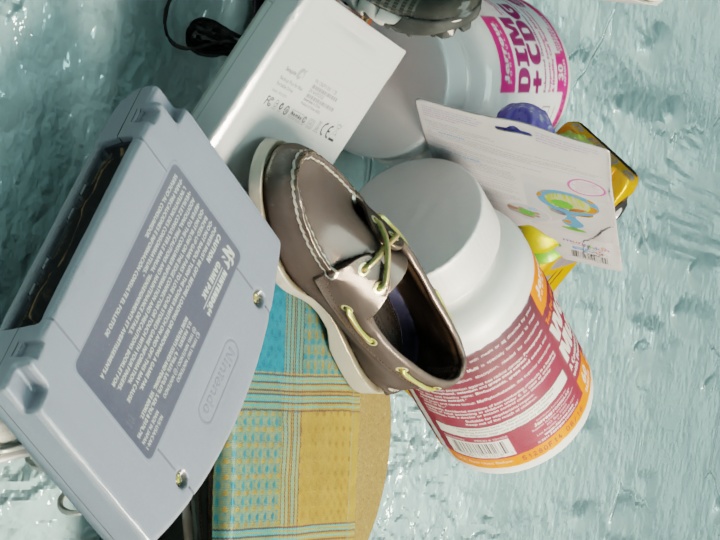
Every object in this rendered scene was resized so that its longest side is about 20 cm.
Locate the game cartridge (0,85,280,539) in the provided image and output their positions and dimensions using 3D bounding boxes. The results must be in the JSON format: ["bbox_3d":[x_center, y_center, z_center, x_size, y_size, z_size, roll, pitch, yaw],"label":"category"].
[{"bbox_3d":[-0.103,0.026,1.120,0.134,0.041,0.201,59,37,-35],"label":"game cartridge"}]

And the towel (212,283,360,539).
[{"bbox_3d":[-0.040,0.087,1.274,0.146,0.022,0.202,13,78,-61],"label":"towel"}]

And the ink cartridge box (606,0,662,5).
[{"bbox_3d":[0.088,-0.242,1.409,0.084,0.198,0.147,-3,100,-67],"label":"ink cartridge box"}]

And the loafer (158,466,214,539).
[{"bbox_3d":[-0.107,0.151,1.252,0.063,0.071,0.202,32,59,-56],"label":"loafer"}]

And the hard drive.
[{"bbox_3d":[-0.061,-0.054,1.246,0.201,0.026,0.132,-56,156,5],"label":"hard drive"}]

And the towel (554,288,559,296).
[{"bbox_3d":[0.108,-0.003,1.747,0.200,0.034,0.134,-41,135,-57],"label":"towel"}]

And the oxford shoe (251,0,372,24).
[{"bbox_3d":[-0.018,-0.183,1.355,0.072,0.071,0.202,33,67,-58],"label":"oxford shoe"}]

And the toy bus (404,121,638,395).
[{"bbox_3d":[0.096,-0.004,1.559,0.200,0.065,0.078,-52,164,21],"label":"toy bus"}]

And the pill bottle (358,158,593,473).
[{"bbox_3d":[0.064,0.028,1.430,0.200,0.109,0.110,59,45,-47],"label":"pill bottle"}]

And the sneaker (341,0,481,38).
[{"bbox_3d":[0.000,-0.205,1.251,0.066,0.200,0.091,-21,141,-19],"label":"sneaker"}]

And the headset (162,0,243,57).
[{"bbox_3d":[-0.066,-0.191,1.207,0.124,0.093,0.201,-55,162,-45],"label":"headset"}]

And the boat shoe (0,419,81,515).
[{"bbox_3d":[-0.141,0.075,1.150,0.202,0.074,0.087,-2,99,-64],"label":"boat shoe"}]

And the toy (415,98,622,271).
[{"bbox_3d":[0.103,-0.062,1.401,0.200,0.114,0.048,73,35,-66],"label":"toy"}]

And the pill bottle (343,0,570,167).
[{"bbox_3d":[0.049,-0.120,1.471,0.200,0.112,0.114,-11,108,-65],"label":"pill bottle"}]

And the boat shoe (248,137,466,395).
[{"bbox_3d":[0.000,0.000,1.262,0.200,0.059,0.072,60,42,-45],"label":"boat shoe"}]

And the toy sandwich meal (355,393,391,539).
[{"bbox_3d":[-0.043,0.103,1.389,0.205,0.070,0.207,8,90,-66],"label":"toy sandwich meal"}]
